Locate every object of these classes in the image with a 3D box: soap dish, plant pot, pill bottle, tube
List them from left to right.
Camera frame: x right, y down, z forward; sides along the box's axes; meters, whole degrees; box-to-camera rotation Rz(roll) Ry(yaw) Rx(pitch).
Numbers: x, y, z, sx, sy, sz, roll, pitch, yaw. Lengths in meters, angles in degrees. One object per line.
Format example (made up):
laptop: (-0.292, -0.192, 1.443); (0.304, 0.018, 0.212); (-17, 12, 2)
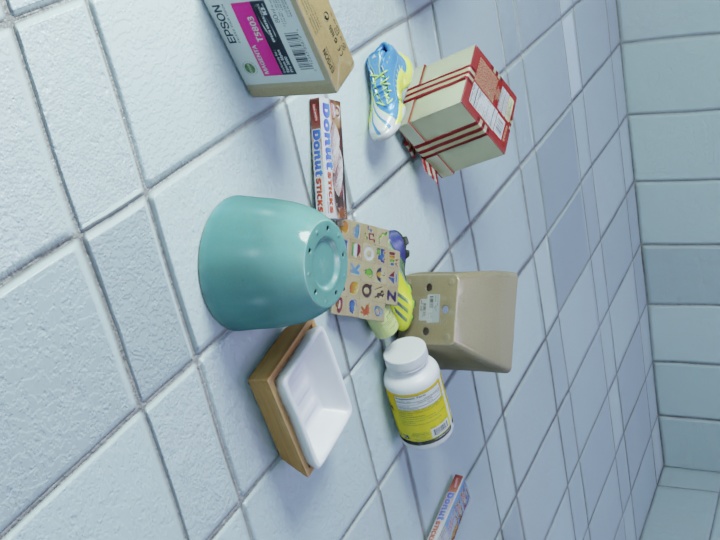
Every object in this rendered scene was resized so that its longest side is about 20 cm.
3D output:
plant pot: (-0.114, -0.010, 1.447); (0.200, 0.158, 0.205); (-1, 91, -61)
soap dish: (-0.094, 0.198, 1.567); (0.158, 0.080, 0.203); (-56, 136, -45)
tube: (0.011, 0.038, 1.791); (0.058, 0.051, 0.202); (-108, 172, -57)
pill bottle: (0.107, 0.234, 1.901); (0.113, 0.110, 0.203); (-51, 133, -47)
plant pot: (0.179, 0.090, 1.966); (0.176, 0.197, 0.204); (16, 77, -50)

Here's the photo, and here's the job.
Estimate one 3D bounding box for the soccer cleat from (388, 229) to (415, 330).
soccer cleat: (0.055, 0.023, 1.874); (0.083, 0.064, 0.204); (-19, 114, -28)

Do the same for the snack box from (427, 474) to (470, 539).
snack box: (0.190, 0.541, 2.131); (0.201, 0.024, 0.073); (-57, 137, -44)

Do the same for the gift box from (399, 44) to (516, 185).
gift box: (0.190, -0.296, 1.960); (0.200, 0.184, 0.187); (48, 47, -31)

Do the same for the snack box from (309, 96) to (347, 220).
snack box: (-0.054, -0.188, 1.679); (0.071, 0.024, 0.205); (-4, 90, -60)

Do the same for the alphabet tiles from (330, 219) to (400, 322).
alphabet tiles: (0.000, 0.000, 1.750); (0.198, 0.006, 0.170); (12, 78, -44)

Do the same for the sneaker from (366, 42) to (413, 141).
sneaker: (0.036, -0.336, 1.817); (0.105, 0.075, 0.203); (45, 44, -37)

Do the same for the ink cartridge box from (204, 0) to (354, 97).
ink cartridge box: (-0.120, -0.353, 1.425); (0.076, 0.162, 0.202); (-62, 140, -35)
